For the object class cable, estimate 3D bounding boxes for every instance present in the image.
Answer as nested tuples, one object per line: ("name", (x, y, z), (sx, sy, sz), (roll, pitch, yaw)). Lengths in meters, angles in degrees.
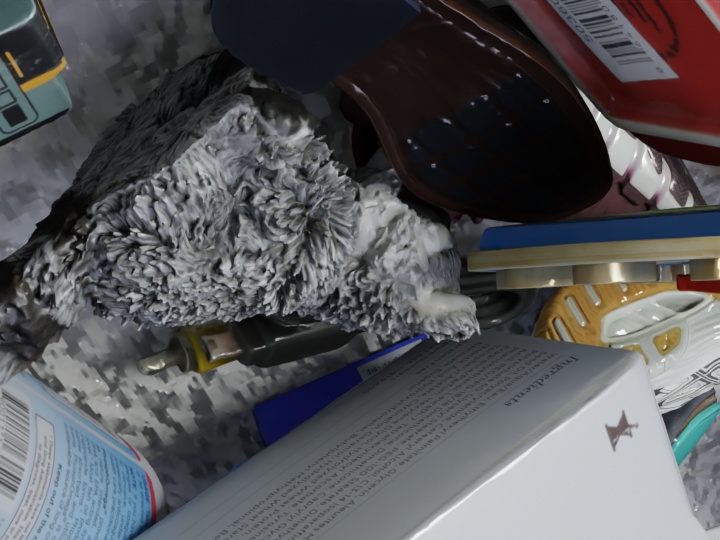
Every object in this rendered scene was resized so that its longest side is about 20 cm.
("cable", (0.000, 0.000, 0.779), (0.198, 0.051, 0.098), (-13, 146, -36))

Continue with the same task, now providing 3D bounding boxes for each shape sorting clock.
("shape sorting clock", (0.137, -0.004, 0.640), (0.198, 0.040, 0.200), (-5, -178, 0))

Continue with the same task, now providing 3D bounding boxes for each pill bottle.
("pill bottle", (-0.147, 0.100, 0.733), (0.108, 0.109, 0.200), (-35, 141, 8))

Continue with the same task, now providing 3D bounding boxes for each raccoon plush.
("raccoon plush", (-0.054, 0.011, 0.664), (0.199, 0.097, 0.134), (-37, 114, 5))

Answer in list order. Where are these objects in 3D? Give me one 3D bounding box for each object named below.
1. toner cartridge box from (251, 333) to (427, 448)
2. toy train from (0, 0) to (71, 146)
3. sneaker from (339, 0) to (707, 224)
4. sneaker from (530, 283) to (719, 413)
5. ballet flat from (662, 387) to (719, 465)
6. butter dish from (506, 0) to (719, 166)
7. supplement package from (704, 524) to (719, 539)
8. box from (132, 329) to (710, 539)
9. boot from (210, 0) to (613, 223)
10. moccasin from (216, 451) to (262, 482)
("toner cartridge box", (0.013, 0.121, 0.911), (0.094, 0.043, 0.201), (-22, 142, -6))
("toy train", (-0.183, -0.058, 0.558), (0.199, 0.086, 0.114), (-27, 152, -2))
("sneaker", (0.062, -0.040, 0.749), (0.115, 0.076, 0.200), (-36, 132, 17))
("sneaker", (0.166, 0.026, 0.895), (0.198, 0.076, 0.088), (-11, 155, -18))
("ballet flat", (0.129, 0.096, 0.921), (0.200, 0.073, 0.073), (-41, 165, -55))
("butter dish", (0.120, -0.135, 0.565), (0.148, 0.199, 0.200), (-48, 113, -9))
("supplement package", (0.141, 0.261, 0.977), (0.146, 0.193, 0.200), (-13, 166, -23))
("box", (0.038, 0.159, 0.738), (0.199, 0.130, 0.201), (-32, 112, -31))
("boot", (0.022, -0.091, 0.623), (0.074, 0.098, 0.199), (-27, 143, 26))
("moccasin", (-0.001, 0.146, 0.840), (0.080, 0.069, 0.200), (-33, 141, 8))
